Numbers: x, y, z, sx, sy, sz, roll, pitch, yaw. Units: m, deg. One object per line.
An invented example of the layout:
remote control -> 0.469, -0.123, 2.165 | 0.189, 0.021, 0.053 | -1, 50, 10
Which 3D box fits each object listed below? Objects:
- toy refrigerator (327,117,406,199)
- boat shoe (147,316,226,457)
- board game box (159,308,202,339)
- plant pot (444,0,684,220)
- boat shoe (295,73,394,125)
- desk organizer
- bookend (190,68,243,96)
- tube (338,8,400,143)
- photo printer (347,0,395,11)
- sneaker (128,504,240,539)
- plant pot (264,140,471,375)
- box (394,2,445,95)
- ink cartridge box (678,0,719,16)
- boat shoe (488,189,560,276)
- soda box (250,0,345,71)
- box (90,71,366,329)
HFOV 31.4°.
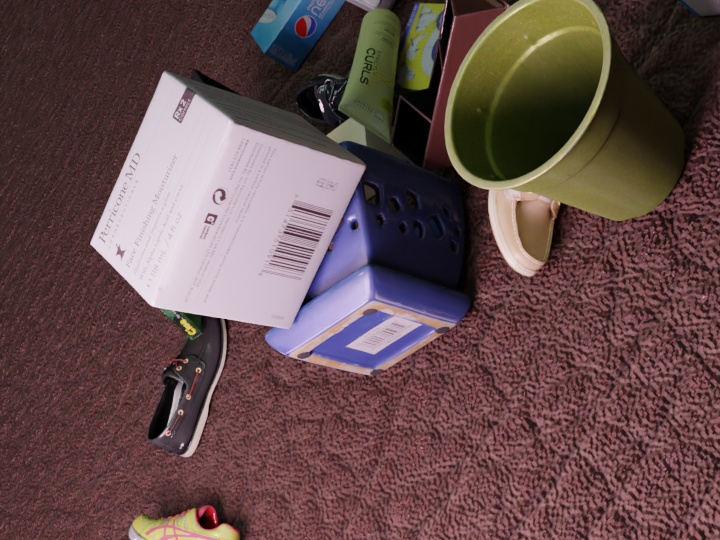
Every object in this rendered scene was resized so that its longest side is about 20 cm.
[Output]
toy refrigerator -> -0.037, -0.119, 1.625 | 0.199, 0.075, 0.071 | -32, 48, 36
boat shoe -> -0.233, 0.146, 1.727 | 0.073, 0.063, 0.204 | -7, 63, 52
board game box -> -0.260, 0.000, 1.767 | 0.023, 0.105, 0.201 | -31, 32, 12
plant pot -> 0.217, -0.139, 1.243 | 0.199, 0.189, 0.203 | -26, 52, 40
boat shoe -> -0.021, -0.216, 1.648 | 0.199, 0.062, 0.076 | 20, 129, 56
desk organizer -> 0.096, -0.215, 1.432 | 0.072, 0.076, 0.202 | 43, 137, 37
bookend -> -0.183, -0.127, 1.701 | 0.200, 0.199, 0.092 | -54, 39, 13
tube -> 0.017, -0.238, 1.544 | 0.057, 0.052, 0.202 | 2, 46, 9
photo printer -> 0.009, -0.460, 1.703 | 0.165, 0.069, 0.202 | 29, 93, 14
sneaker -> -0.214, 0.334, 1.604 | 0.198, 0.078, 0.091 | 12, 72, 46
plant pot -> 0.000, 0.000, 1.428 | 0.199, 0.199, 0.182 | -34, 55, 34
box -> 0.120, -0.258, 1.538 | 0.199, 0.048, 0.119 | 17, 84, 50
ink cartridge box -> 0.366, -0.374, 1.227 | 0.144, 0.146, 0.203 | 3, 73, 50
boat shoe -> 0.182, -0.094, 1.354 | 0.069, 0.073, 0.203 | -30, 49, 44
soda box -> -0.069, -0.389, 1.817 | 0.201, 0.064, 0.068 | -52, 40, 16
box -> -0.133, -0.067, 1.300 | 0.130, 0.199, 0.201 | 36, 106, 40
